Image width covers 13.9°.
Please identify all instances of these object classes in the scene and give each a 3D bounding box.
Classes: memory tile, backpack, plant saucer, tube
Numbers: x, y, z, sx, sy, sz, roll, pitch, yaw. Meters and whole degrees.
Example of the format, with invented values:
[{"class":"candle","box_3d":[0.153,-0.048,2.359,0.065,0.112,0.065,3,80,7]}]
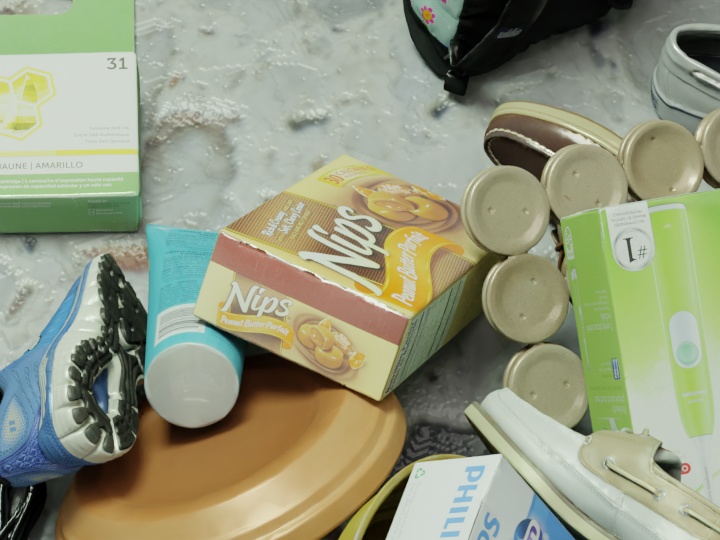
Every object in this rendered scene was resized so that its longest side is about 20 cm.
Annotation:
[{"class":"memory tile","box_3d":[0.157,-0.003,1.650,0.199,0.017,0.154,-15,91,-19]},{"class":"backpack","box_3d":[0.094,-0.223,1.762,0.166,0.200,0.127,-33,64,-22]},{"class":"plant saucer","box_3d":[-0.074,0.101,1.567,0.199,0.038,0.200,-20,24,9]},{"class":"tube","box_3d":[-0.089,0.018,1.643,0.077,0.051,0.200,12,25,-5]}]

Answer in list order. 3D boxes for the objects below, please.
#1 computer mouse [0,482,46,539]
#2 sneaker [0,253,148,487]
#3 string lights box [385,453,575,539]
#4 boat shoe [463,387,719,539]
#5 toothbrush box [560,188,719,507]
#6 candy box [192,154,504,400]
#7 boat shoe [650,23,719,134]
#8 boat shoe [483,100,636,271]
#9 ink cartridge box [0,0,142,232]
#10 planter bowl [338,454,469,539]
[{"class":"computer mouse","box_3d":[-0.269,0.124,1.601,0.199,0.046,0.141,15,57,6]},{"class":"sneaker","box_3d":[-0.163,0.056,1.605,0.089,0.079,0.200,-26,15,17]},{"class":"string lights box","box_3d":[0.087,0.194,1.490,0.059,0.200,0.103,-9,45,39]},{"class":"boat shoe","box_3d":[0.137,0.119,1.516,0.068,0.075,0.200,-45,59,-6]},{"class":"toothbrush box","box_3d":[0.201,0.056,1.600,0.145,0.086,0.202,-8,90,-11]},{"class":"candy box","box_3d":[0.000,0.000,1.632,0.115,0.056,0.200,24,21,13]},{"class":"boat shoe","box_3d":[0.276,-0.106,1.777,0.198,0.066,0.074,6,56,0]},{"class":"boat shoe","box_3d":[0.145,-0.022,1.712,0.200,0.072,0.072,38,62,11]},{"class":"ink cartridge box","box_3d":[-0.204,-0.115,1.765,0.144,0.048,0.201,-1,59,-4]},{"class":"planter bowl","box_3d":[0.021,0.198,1.522,0.083,0.201,0.201,-8,47,38]}]
